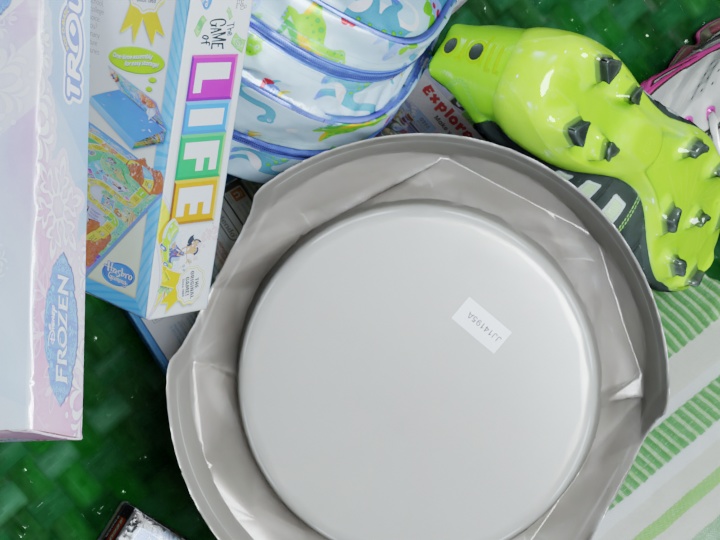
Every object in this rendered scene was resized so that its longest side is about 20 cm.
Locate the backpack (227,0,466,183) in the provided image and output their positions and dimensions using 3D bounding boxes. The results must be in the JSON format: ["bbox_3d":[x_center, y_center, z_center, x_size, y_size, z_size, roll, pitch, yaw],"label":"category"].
[{"bbox_3d":[-0.027,-0.134,0.748,0.163,0.154,0.200,34,65,-19],"label":"backpack"}]

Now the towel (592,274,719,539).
[{"bbox_3d":[0.141,0.067,0.795,0.152,0.200,0.023,-36,123,-14],"label":"towel"}]

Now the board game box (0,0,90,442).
[{"bbox_3d":[-0.195,-0.036,0.644,0.199,0.043,0.200,-3,80,19],"label":"board game box"}]

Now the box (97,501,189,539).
[{"bbox_3d":[-0.101,0.224,0.795,0.137,0.040,0.200,34,79,-14],"label":"box"}]

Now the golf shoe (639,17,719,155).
[{"bbox_3d":[0.151,-0.060,0.852,0.200,0.092,0.073,-43,100,-12],"label":"golf shoe"}]

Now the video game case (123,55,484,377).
[{"bbox_3d":[0.000,0.000,0.810,0.200,0.018,0.143,-31,72,-12],"label":"video game case"}]

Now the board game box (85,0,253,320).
[{"bbox_3d":[-0.133,-0.076,0.704,0.034,0.200,0.135,-11,116,-50],"label":"board game box"}]

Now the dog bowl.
[{"bbox_3d":[0.024,0.044,0.726,0.200,0.059,0.200,0,93,4],"label":"dog bowl"}]

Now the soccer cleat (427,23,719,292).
[{"bbox_3d":[0.100,-0.050,0.761,0.068,0.081,0.200,-61,143,-7],"label":"soccer cleat"}]
